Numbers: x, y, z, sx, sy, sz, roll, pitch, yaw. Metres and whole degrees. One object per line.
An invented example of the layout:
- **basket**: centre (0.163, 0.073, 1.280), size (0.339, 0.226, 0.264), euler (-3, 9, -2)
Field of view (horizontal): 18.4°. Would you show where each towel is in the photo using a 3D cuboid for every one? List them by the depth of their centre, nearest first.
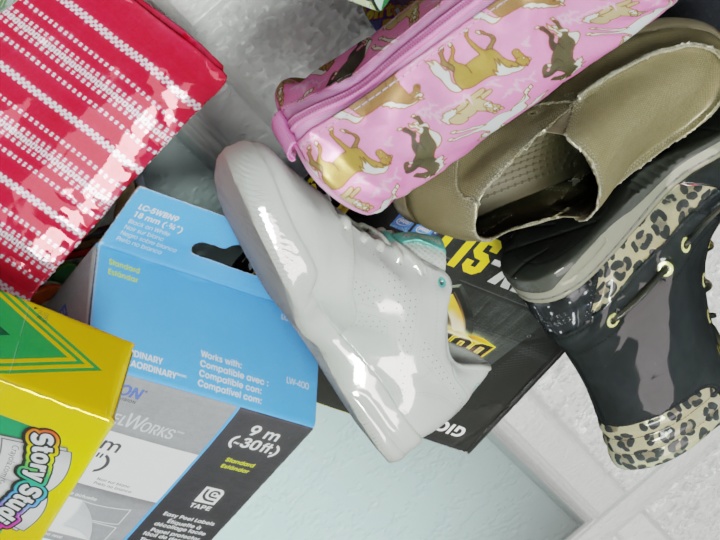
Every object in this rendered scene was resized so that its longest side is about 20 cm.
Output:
- **towel**: centre (-0.170, -0.059, 1.066), size (0.200, 0.022, 0.145), euler (-49, 130, 1)

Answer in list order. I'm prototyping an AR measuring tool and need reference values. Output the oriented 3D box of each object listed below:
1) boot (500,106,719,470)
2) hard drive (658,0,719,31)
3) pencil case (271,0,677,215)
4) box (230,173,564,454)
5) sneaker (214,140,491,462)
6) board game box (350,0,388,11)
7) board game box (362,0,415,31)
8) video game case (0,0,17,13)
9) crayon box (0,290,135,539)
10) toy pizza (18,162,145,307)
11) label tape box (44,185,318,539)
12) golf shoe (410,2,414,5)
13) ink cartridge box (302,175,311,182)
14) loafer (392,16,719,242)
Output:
- **boot**: centre (0.179, -0.003, 1.227), size (0.203, 0.073, 0.154), euler (-39, 120, -21)
- **hard drive**: centre (0.179, -0.164, 1.215), size (0.135, 0.042, 0.200), euler (-44, 158, 8)
- **pencil case**: centre (0.052, -0.105, 1.041), size (0.200, 0.083, 0.087), euler (-36, 113, 27)
- **box**: centre (0.031, 0.013, 1.244), size (0.200, 0.049, 0.160), euler (22, 120, -37)
- **sneaker**: centre (0.000, 0.000, 1.114), size (0.088, 0.075, 0.200), euler (-35, 124, -5)
- **board game box**: centre (-0.026, -0.225, 0.973), size (0.029, 0.134, 0.201), euler (-58, 166, -52)
- **board game box**: centre (0.092, -0.179, 1.172), size (0.199, 0.039, 0.158), euler (-9, 133, -31)
- **video game case**: centre (-0.233, -0.158, 0.941), size (0.182, 0.023, 0.200), euler (-37, 135, -2)
- **crayon box**: centre (-0.227, 0.081, 1.074), size (0.172, 0.058, 0.200), euler (22, 132, -15)
- **toy pizza**: centre (-0.196, 0.000, 1.132), size (0.199, 0.032, 0.201), euler (-21, 138, -20)
- **label tape box**: centre (-0.105, 0.063, 1.160), size (0.144, 0.063, 0.200), euler (19, 128, -33)
- **golf shoe**: centre (0.096, -0.149, 1.088), size (0.200, 0.094, 0.078), euler (-59, 159, 22)
- **ink cartridge box**: centre (0.053, -0.049, 1.253), size (0.199, 0.039, 0.100), euler (-14, 137, -11)
- **loafer**: centre (0.114, -0.064, 1.146), size (0.199, 0.067, 0.076), euler (-28, 135, -13)
